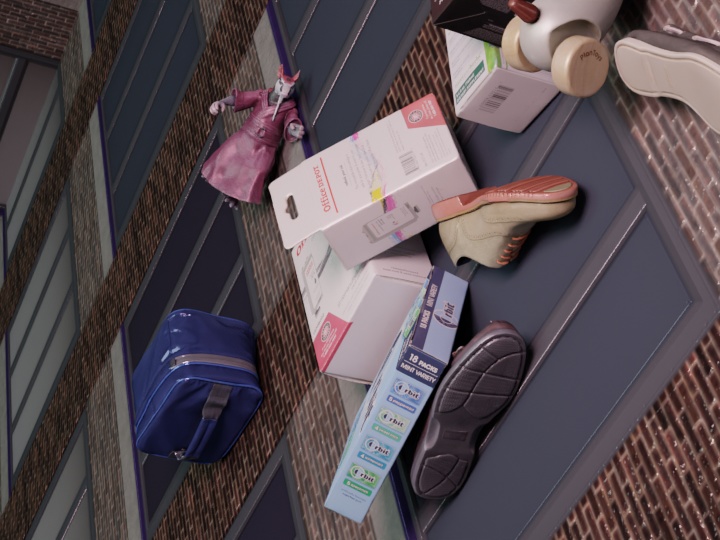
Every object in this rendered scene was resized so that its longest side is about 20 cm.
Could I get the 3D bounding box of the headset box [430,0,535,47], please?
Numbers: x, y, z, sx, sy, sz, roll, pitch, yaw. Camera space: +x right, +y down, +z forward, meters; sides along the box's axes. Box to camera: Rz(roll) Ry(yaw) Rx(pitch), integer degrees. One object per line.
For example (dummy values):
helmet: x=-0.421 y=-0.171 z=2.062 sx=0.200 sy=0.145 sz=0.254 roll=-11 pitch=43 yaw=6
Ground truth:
headset box: x=0.138 y=-0.308 z=1.394 sx=0.075 sy=0.147 sz=0.202 roll=-43 pitch=42 yaw=49

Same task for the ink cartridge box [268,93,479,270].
ink cartridge box: x=0.012 y=-0.082 z=1.530 sx=0.198 sy=0.068 sz=0.117 roll=-27 pitch=41 yaw=8

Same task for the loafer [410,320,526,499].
loafer: x=0.091 y=0.121 z=1.393 sx=0.063 sy=0.071 sz=0.202 roll=-107 pitch=34 yaw=-54

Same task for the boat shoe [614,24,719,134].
boat shoe: x=0.268 y=-0.153 z=1.148 sx=0.200 sy=0.057 sz=0.067 roll=42 pitch=157 yaw=59

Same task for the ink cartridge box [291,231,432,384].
ink cartridge box: x=0.000 y=0.000 z=1.626 sx=0.147 sy=0.082 sz=0.201 roll=-61 pitch=29 yaw=32

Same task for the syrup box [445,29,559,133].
syrup box: x=0.133 y=-0.243 z=1.457 sx=0.079 sy=0.081 sz=0.202 roll=-47 pitch=40 yaw=47

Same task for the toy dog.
toy dog: x=0.184 y=-0.244 z=1.246 sx=0.131 sy=0.096 sz=0.202 roll=2 pitch=61 yaw=41

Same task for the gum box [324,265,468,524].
gum box: x=0.037 y=0.119 z=1.458 sx=0.170 sy=0.044 sz=0.202 roll=-67 pitch=2 yaw=-63

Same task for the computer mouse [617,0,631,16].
computer mouse: x=0.221 y=-0.300 z=1.358 sx=0.058 sy=0.034 sz=0.202 roll=-23 pitch=48 yaw=36

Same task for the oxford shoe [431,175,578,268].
oxford shoe: x=0.140 y=-0.043 z=1.388 sx=0.199 sy=0.070 sz=0.075 roll=-8 pitch=96 yaw=64

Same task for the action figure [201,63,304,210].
action figure: x=-0.127 y=-0.181 z=2.014 sx=0.201 sy=0.133 sz=0.149 roll=-59 pitch=-15 yaw=11

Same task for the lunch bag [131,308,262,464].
lunch bag: x=-0.220 y=0.167 z=1.960 sx=0.201 sy=0.134 sz=0.133 roll=-57 pitch=31 yaw=38
